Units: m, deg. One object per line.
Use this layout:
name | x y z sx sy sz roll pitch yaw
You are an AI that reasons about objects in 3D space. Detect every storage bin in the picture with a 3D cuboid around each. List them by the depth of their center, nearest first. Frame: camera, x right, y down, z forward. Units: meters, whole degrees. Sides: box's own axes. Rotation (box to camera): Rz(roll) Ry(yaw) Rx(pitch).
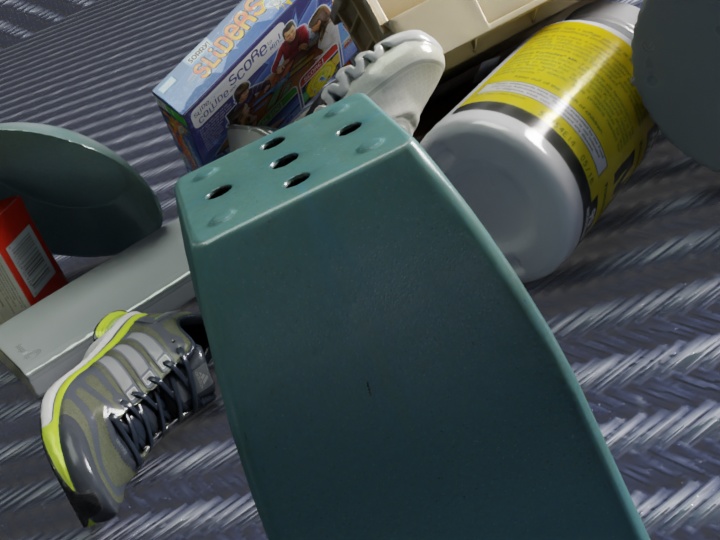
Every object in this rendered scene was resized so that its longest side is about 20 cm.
storage bin | 0.089 -0.205 0.850 0.198 0.095 0.199 -27 3 -3

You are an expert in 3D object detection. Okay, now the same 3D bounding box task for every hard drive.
hard drive | -0.192 0.021 0.943 0.199 0.026 0.131 -33 25 -21

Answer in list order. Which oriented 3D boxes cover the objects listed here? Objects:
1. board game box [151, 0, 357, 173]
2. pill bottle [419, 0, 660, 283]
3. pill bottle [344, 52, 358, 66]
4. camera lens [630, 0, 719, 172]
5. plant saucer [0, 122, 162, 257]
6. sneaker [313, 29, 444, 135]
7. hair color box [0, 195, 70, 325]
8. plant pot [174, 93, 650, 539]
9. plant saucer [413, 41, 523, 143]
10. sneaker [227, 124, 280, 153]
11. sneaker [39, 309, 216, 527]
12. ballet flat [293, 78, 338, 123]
board game box | -0.072 -0.167 0.946 0.034 0.136 0.200 37 74 19
pill bottle | 0.126 -0.091 0.762 0.113 0.115 0.200 -2 32 41
pill bottle | 0.073 -0.239 1.127 0.198 0.110 0.110 -4 30 37
camera lens | 0.271 -0.166 0.723 0.159 0.161 0.200 -2 32 41
plant saucer | -0.264 -0.076 1.005 0.199 0.201 0.039 -11 58 27
sneaker | -0.005 -0.054 0.732 0.081 0.075 0.201 45 107 31
hair color box | -0.361 0.012 1.027 0.198 0.102 0.061 -13 27 23
plant pot | 0.007 0.041 0.492 0.140 0.202 0.141 -25 23 -4
plant saucer | 0.076 -0.131 0.934 0.198 0.030 0.201 -23 21 10
sneaker | -0.036 -0.058 0.865 0.074 0.088 0.199 6 5 -33
sneaker | -0.133 0.076 0.718 0.080 0.075 0.201 -15 27 13
ballet flat | -0.039 -0.110 1.019 0.072 0.074 0.201 -13 28 24
